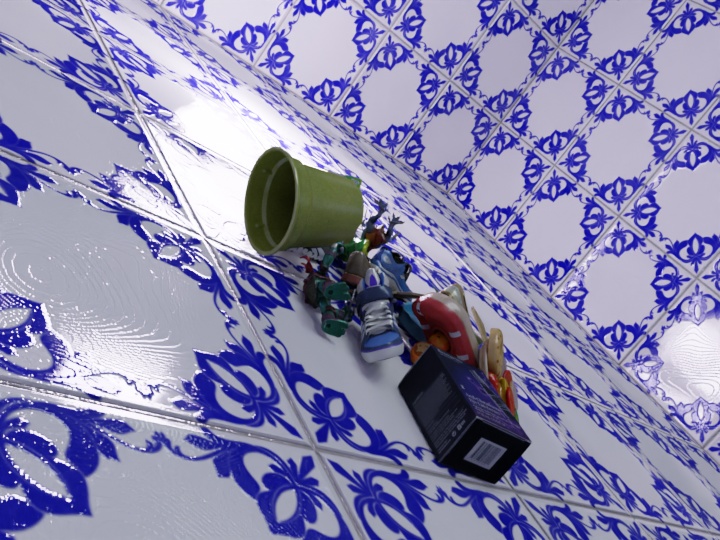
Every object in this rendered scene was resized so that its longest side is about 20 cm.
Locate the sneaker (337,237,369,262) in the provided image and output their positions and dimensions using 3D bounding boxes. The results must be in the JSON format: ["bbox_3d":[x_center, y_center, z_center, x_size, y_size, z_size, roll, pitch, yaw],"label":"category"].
[{"bbox_3d":[-0.037,-0.049,1.724,0.082,0.075,0.200,8,7,-23],"label":"sneaker"}]

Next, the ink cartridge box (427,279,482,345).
[{"bbox_3d":[0.217,0.113,1.825,0.146,0.048,0.200,48,3,28],"label":"ink cartridge box"}]

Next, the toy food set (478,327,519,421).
[{"bbox_3d":[0.280,0.230,1.516,0.198,0.048,0.203,56,30,-52],"label":"toy food set"}]

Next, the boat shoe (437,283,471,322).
[{"bbox_3d":[0.210,0.122,1.620,0.073,0.203,0.066,16,38,37],"label":"boat shoe"}]

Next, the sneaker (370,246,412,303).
[{"bbox_3d":[0.082,0.011,1.730,0.078,0.090,0.200,22,-15,31],"label":"sneaker"}]

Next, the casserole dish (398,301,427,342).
[{"bbox_3d":[0.147,0.125,1.725,0.121,0.039,0.199,43,16,16],"label":"casserole dish"}]

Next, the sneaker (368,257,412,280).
[{"bbox_3d":[0.059,-0.011,1.825,0.077,0.084,0.199,45,16,29],"label":"sneaker"}]

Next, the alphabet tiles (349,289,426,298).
[{"bbox_3d":[0.063,0.051,1.600,0.165,0.008,0.199,1,-5,30],"label":"alphabet tiles"}]

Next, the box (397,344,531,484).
[{"bbox_3d":[0.175,0.245,1.300,0.147,0.105,0.201,28,18,-33],"label":"box"}]

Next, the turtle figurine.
[{"bbox_3d":[-0.057,0.036,1.389,0.200,0.099,0.152,-111,-173,-69],"label":"turtle figurine"}]

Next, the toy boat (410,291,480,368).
[{"bbox_3d":[0.154,0.148,1.525,0.130,0.130,0.203,9,-56,58],"label":"toy boat"}]

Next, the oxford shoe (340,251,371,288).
[{"bbox_3d":[0.000,0.000,1.596,0.069,0.076,0.200,17,-3,-1],"label":"oxford shoe"}]

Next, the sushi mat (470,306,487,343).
[{"bbox_3d":[0.309,0.185,1.834,0.096,0.012,0.202,54,17,-43],"label":"sushi mat"}]

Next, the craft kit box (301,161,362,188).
[{"bbox_3d":[-0.105,-0.174,1.748,0.194,0.049,0.201,14,37,1],"label":"craft kit box"}]

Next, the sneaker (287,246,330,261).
[{"bbox_3d":[-0.104,-0.077,1.611,0.067,0.091,0.199,45,16,29],"label":"sneaker"}]

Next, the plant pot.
[{"bbox_3d":[-0.101,-0.123,1.459,0.182,0.202,0.201,5,32,-38],"label":"plant pot"}]

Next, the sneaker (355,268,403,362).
[{"bbox_3d":[0.026,0.074,1.367,0.200,0.079,0.149,-77,153,-82],"label":"sneaker"}]

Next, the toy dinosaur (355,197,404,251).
[{"bbox_3d":[0.018,-0.082,1.748,0.105,0.182,0.200,39,37,3],"label":"toy dinosaur"}]
